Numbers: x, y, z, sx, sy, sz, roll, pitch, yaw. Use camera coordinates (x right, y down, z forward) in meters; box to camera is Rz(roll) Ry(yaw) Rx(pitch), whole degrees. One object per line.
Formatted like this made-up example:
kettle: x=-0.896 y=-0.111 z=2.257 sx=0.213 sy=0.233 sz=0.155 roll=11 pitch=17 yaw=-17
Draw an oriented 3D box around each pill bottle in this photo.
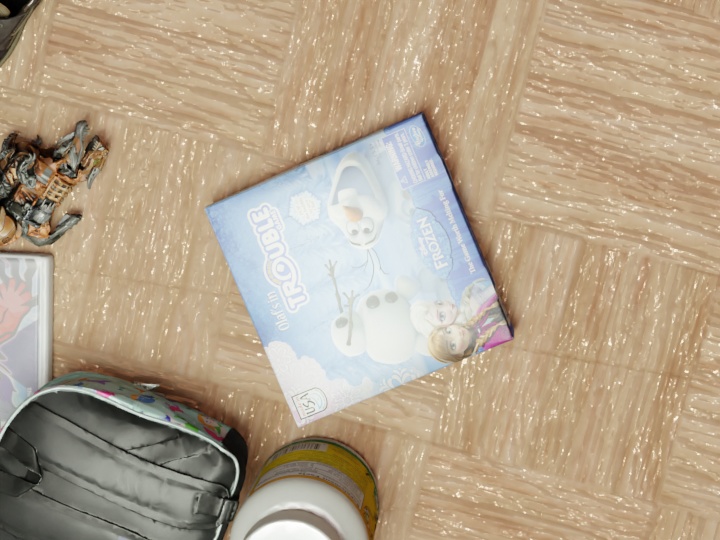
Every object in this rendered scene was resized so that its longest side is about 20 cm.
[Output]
pill bottle: x=-0.045 y=0.211 z=1.311 sx=0.112 sy=0.200 sz=0.114 roll=1 pitch=98 yaw=4

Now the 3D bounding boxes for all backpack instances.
backpack: x=-0.205 y=0.178 z=1.344 sx=0.198 sy=0.151 sz=0.179 roll=21 pitch=97 yaw=-6

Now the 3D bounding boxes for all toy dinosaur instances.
toy dinosaur: x=-0.308 y=-0.064 z=1.351 sx=0.200 sy=0.102 sz=0.136 roll=-41 pitch=111 yaw=-15

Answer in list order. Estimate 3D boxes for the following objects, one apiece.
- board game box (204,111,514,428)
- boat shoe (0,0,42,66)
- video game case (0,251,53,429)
board game box: x=0.000 y=0.000 z=1.357 sx=0.198 sy=0.043 sz=0.201 roll=-23 pitch=96 yaw=9
boat shoe: x=-0.302 y=-0.222 z=1.335 sx=0.074 sy=0.073 sz=0.200 roll=40 pitch=99 yaw=-2
video game case: x=-0.355 y=0.082 z=1.407 sx=0.180 sy=0.023 sz=0.202 roll=3 pitch=98 yaw=4
